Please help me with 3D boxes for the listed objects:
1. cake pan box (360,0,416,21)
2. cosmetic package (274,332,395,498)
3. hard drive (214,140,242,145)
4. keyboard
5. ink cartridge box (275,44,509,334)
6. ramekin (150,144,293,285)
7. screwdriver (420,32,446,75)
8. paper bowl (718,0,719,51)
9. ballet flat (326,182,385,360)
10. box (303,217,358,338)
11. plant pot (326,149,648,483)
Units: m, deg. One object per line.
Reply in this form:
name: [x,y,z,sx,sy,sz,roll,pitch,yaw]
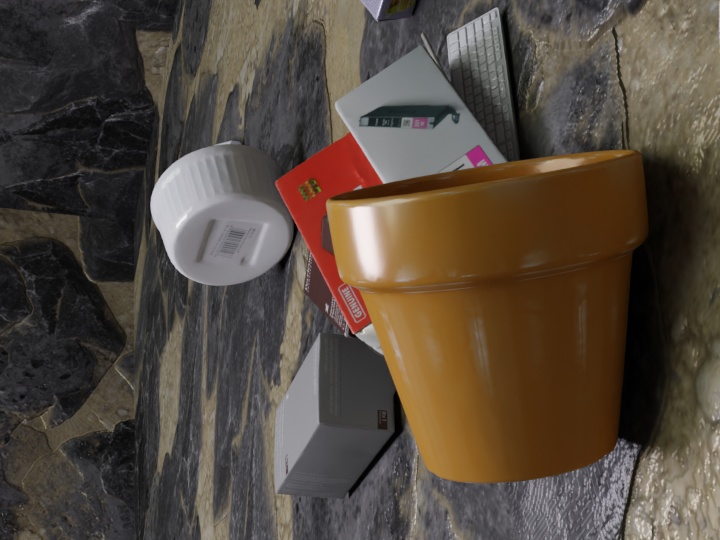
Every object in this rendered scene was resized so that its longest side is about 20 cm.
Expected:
cake pan box: [0.009,-0.391,1.302,0.200,0.052,0.185,52,139,33]
cosmetic package: [-0.030,0.157,1.316,0.200,0.090,0.107,114,159,-55]
hard drive: [-0.252,-0.169,2.298,0.200,0.026,0.133,-168,84,-74]
keyboard: [0.102,-0.127,1.036,0.056,0.011,0.201,-20,57,30]
ink cartridge box: [0.024,-0.071,1.014,0.044,0.173,0.200,53,-174,-49]
ramekin: [-0.189,-0.071,1.755,0.098,0.200,0.201,-110,29,-42]
screwdriver: [0.079,-0.175,1.145,0.200,0.028,0.029,-107,-1,-46]
paper bowl: [0.232,-0.120,0.469,0.201,0.104,0.202,-174,90,-75]
ballet flat: [0.011,0.019,1.103,0.068,0.068,0.201,-49,-56,-53]
box: [0.000,0.000,1.290,0.200,0.075,0.101,-141,57,-73]
plant pot: [0.090,0.029,0.796,0.200,0.199,0.184,-166,66,-74]
